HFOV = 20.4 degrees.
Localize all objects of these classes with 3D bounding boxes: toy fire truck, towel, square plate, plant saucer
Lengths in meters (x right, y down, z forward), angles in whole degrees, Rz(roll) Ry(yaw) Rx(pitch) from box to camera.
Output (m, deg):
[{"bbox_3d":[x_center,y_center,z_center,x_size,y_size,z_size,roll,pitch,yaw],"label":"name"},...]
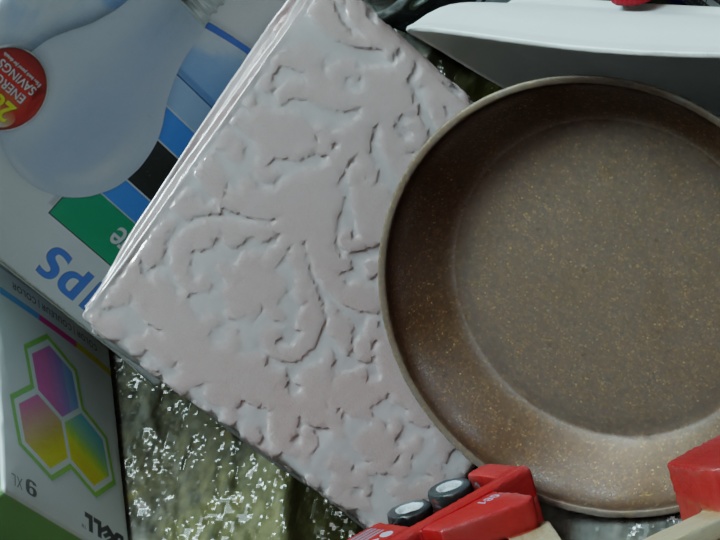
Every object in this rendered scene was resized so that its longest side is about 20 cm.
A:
[{"bbox_3d":[0.067,0.122,0.827,0.199,0.049,0.141,-24,13,-35],"label":"toy fire truck"},{"bbox_3d":[0.000,0.000,0.914,0.192,0.200,0.032,-55,20,-8],"label":"towel"},{"bbox_3d":[0.151,-0.080,0.860,0.199,0.198,0.029,9,84,34],"label":"square plate"},{"bbox_3d":[0.106,0.009,0.869,0.199,0.202,0.037,-10,17,26],"label":"plant saucer"}]

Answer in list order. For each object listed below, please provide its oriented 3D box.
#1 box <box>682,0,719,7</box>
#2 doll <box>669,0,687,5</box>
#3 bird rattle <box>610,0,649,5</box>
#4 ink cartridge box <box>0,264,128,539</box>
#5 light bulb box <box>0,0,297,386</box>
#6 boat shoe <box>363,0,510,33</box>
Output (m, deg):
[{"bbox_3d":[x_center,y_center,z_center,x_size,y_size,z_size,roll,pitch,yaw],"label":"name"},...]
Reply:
[{"bbox_3d":[0.151,-0.212,0.892,0.044,0.161,0.200,-10,38,-28],"label":"box"},{"bbox_3d":[0.179,-0.198,1.015,0.136,0.048,0.201,-33,43,21],"label":"doll"},{"bbox_3d":[0.088,-0.201,0.825,0.162,0.112,0.202,-16,81,46],"label":"bird rattle"},{"bbox_3d":[-0.170,0.099,0.999,0.059,0.104,0.201,-25,51,19],"label":"ink cartridge box"},{"bbox_3d":[-0.118,-0.092,0.944,0.200,0.198,0.125,-50,36,-3],"label":"light bulb box"},{"bbox_3d":[0.064,-0.185,0.909,0.072,0.071,0.201,49,126,35],"label":"boat shoe"}]
